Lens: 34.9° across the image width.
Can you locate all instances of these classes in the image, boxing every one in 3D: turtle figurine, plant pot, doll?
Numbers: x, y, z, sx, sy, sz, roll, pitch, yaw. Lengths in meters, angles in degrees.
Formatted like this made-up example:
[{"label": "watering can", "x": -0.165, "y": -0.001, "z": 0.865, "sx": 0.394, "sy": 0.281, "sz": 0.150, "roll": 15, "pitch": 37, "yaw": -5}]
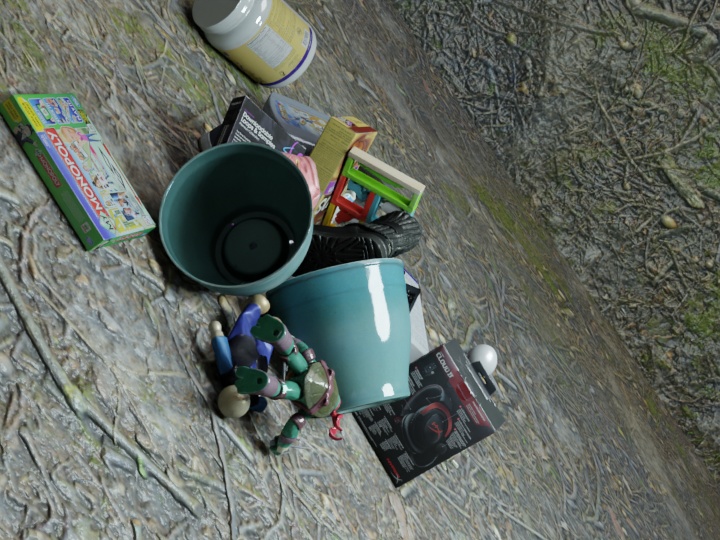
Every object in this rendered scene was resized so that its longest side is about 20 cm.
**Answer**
[{"label": "turtle figurine", "x": -0.078, "y": 0.141, "z": 1.412, "sx": 0.200, "sy": 0.100, "sz": 0.150, "roll": 51, "pitch": 34, "yaw": -54}, {"label": "plant pot", "x": -0.152, "y": -0.050, "z": 1.512, "sx": 0.134, "sy": 0.200, "sz": 0.201, "roll": 73, "pitch": -8, "yaw": -69}, {"label": "doll", "x": -0.148, "y": 0.113, "z": 1.445, "sx": 0.137, "sy": 0.048, "sz": 0.200, "roll": 58, "pitch": 23, "yaw": -27}, {"label": "plant pot", "x": -0.016, "y": 0.101, "z": 1.593, "sx": 0.200, "sy": 0.199, "sz": 0.189, "roll": 9, "pitch": 66, "yaw": -65}]

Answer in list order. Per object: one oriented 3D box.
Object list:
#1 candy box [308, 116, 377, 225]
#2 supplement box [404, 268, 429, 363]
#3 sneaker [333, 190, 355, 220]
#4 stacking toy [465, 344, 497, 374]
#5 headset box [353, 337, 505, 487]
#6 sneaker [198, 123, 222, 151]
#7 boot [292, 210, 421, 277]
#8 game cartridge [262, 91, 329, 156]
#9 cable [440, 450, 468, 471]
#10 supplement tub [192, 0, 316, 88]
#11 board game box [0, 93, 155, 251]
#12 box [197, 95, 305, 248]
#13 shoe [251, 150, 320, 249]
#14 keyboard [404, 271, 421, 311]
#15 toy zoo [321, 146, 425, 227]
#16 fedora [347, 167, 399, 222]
[{"label": "candy box", "x": -0.056, "y": -0.149, "z": 1.849, "sx": 0.056, "sy": 0.200, "sz": 0.117, "roll": 34, "pitch": 17, "yaw": 11}, {"label": "supplement box", "x": 0.037, "y": 0.076, "z": 1.871, "sx": 0.103, "sy": 0.101, "sz": 0.200, "roll": 44, "pitch": 23, "yaw": -32}, {"label": "sneaker", "x": -0.091, "y": -0.176, "z": 1.980, "sx": 0.200, "sy": 0.081, "sz": 0.077, "roll": 50, "pitch": 21, "yaw": -4}, {"label": "stacking toy", "x": 0.141, "y": 0.184, "z": 1.772, "sx": 0.146, "sy": 0.200, "sz": 0.146, "roll": 24, "pitch": 34, "yaw": -18}, {"label": "headset box", "x": 0.106, "y": 0.204, "z": 1.690, "sx": 0.149, "sy": 0.200, "sz": 0.075, "roll": 58, "pitch": 19, "yaw": 5}, {"label": "sneaker", "x": -0.164, "y": -0.149, "z": 1.721, "sx": 0.070, "sy": 0.108, "sz": 0.200, "roll": 17, "pitch": 44, "yaw": -61}, {"label": "boot", "x": -0.026, "y": -0.043, "z": 1.752, "sx": 0.158, "sy": 0.210, "sz": 0.080, "roll": -39, "pitch": 133, "yaw": -60}, {"label": "game cartridge", "x": -0.103, "y": -0.244, "z": 1.973, "sx": 0.133, "sy": 0.042, "sz": 0.200, "roll": 24, "pitch": 23, "yaw": -25}, {"label": "cable", "x": 0.098, "y": 0.243, "z": 1.889, "sx": 0.200, "sy": 0.050, "sz": 0.097, "roll": 50, "pitch": 34, "yaw": 17}, {"label": "supplement tub", "x": -0.189, "y": -0.433, "z": 2.045, "sx": 0.200, "sy": 0.145, "sz": 0.146, "roll": 35, "pitch": 29, "yaw": -47}, {"label": "board game box", "x": -0.338, "y": -0.122, "z": 1.379, "sx": 0.200, "sy": 0.029, "sz": 0.135, "roll": 58, "pitch": 18, "yaw": 1}, {"label": "box", "x": -0.163, "y": -0.130, "z": 1.651, "sx": 0.143, "sy": 0.036, "sz": 0.201, "roll": 40, "pitch": 61, "yaw": -41}, {"label": "shoe", "x": -0.103, "y": -0.070, "z": 1.638, "sx": 0.091, "sy": 0.071, "sz": 0.201, "roll": 0, "pitch": 91, "yaw": -51}, {"label": "keyboard", "x": 0.000, "y": 0.000, "z": 1.807, "sx": 0.199, "sy": 0.040, "sz": 0.104, "roll": 22, "pitch": 37, "yaw": 5}, {"label": "toy zoo", "x": 0.013, "y": -0.087, "z": 1.828, "sx": 0.131, "sy": 0.200, "sz": 0.020, "roll": 30, "pitch": 41, "yaw": 8}, {"label": "fedora", "x": -0.025, "y": -0.152, "z": 2.087, "sx": 0.200, "sy": 0.090, "sz": 0.177, "roll": 40, "pitch": 20, "yaw": -13}]
